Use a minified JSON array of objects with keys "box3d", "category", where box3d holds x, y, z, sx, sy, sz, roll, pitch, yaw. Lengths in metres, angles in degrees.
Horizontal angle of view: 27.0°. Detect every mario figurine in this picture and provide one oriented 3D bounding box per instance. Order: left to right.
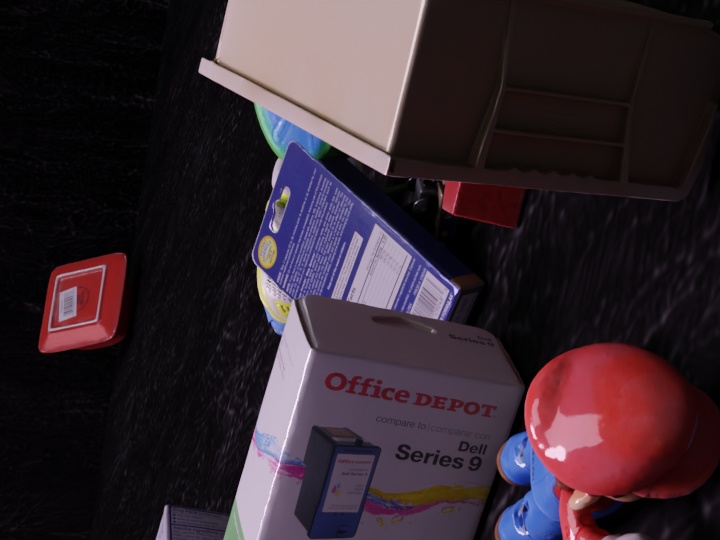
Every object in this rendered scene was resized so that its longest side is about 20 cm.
[{"box3d":[0.129,0.097,0.735,0.124,0.106,0.200,58,163,13],"category":"mario figurine"}]

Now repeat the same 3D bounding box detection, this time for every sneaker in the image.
[{"box3d":[-0.051,-0.031,1.300,0.105,0.076,0.200,104,-177,-55],"category":"sneaker"}]

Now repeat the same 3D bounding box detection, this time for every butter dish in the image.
[{"box3d":[-0.533,0.086,3.044,0.199,0.148,0.200,-11,60,26],"category":"butter dish"}]

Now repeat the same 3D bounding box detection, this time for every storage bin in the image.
[{"box3d":[0.054,-0.113,0.782,0.200,0.198,0.094,33,114,53],"category":"storage bin"}]

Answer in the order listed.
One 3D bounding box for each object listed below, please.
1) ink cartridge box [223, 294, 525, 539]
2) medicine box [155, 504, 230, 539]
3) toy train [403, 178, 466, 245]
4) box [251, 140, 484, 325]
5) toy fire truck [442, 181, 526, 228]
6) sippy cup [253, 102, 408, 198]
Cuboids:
[{"box3d":[0.004,0.131,0.980,0.088,0.145,0.200,-117,41,-66],"category":"ink cartridge box"},{"box3d":[-0.170,0.375,1.528,0.200,0.103,0.182,-104,29,-59],"category":"medicine box"},{"box3d":[0.063,-0.089,1.066,0.200,0.046,0.034,99,164,-47],"category":"toy train"},{"box3d":[0.000,0.000,1.121,0.200,0.032,0.121,43,128,31],"category":"box"},{"box3d":[0.113,-0.125,0.958,0.141,0.049,0.200,-149,72,-76],"category":"toy fire truck"},{"box3d":[0.001,-0.154,1.198,0.140,0.130,0.178,33,125,50],"category":"sippy cup"}]
